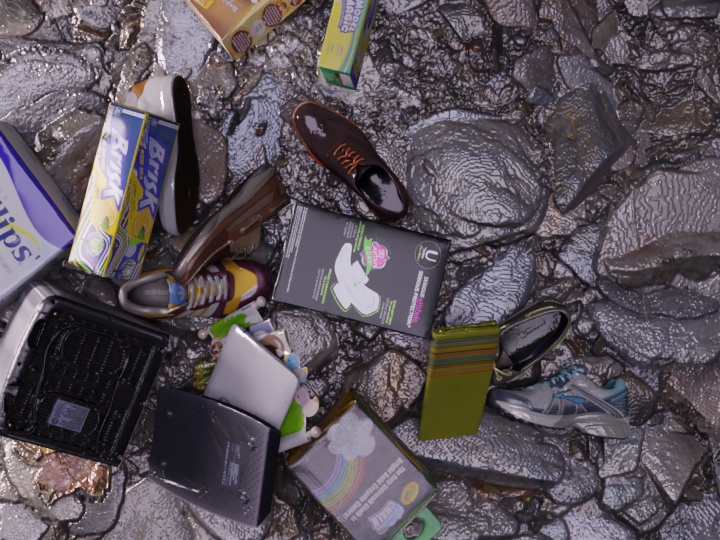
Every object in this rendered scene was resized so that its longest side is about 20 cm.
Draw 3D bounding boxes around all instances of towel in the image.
[{"bbox_3d":[0.120,0.141,1.311,0.084,0.018,0.203,-4,133,-10],"label":"towel"}]

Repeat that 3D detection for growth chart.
[{"bbox_3d":[-0.125,0.136,1.311,0.144,0.018,0.203,-33,71,32],"label":"growth chart"}]

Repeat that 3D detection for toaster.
[{"bbox_3d":[-0.361,0.126,1.288,0.198,0.118,0.184,22,90,-32],"label":"toaster"}]

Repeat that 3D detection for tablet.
[{"bbox_3d":[-0.156,0.185,1.315,0.129,0.014,0.203,35,110,31],"label":"tablet"}]

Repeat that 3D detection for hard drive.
[{"bbox_3d":[-0.181,0.227,1.300,0.197,0.042,0.138,12,97,37],"label":"hard drive"}]

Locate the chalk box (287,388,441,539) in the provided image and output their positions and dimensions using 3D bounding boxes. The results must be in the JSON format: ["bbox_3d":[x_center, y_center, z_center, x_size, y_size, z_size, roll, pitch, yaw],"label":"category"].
[{"bbox_3d":[0.016,0.270,1.327,0.124,0.124,0.200,-42,93,-2],"label":"chalk box"}]

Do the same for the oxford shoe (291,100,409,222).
[{"bbox_3d":[-0.009,-0.146,1.341,0.199,0.073,0.071,42,90,-2],"label":"oxford shoe"}]

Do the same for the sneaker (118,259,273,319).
[{"bbox_3d":[-0.208,0.028,1.329,0.196,0.090,0.077,-9,91,-1],"label":"sneaker"}]

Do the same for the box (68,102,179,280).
[{"bbox_3d":[-0.287,-0.095,1.273,0.063,0.070,0.204,17,94,28],"label":"box"}]

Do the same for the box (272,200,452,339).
[{"bbox_3d":[0.000,0.000,1.307,0.196,0.149,0.127,15,89,-2],"label":"box"}]

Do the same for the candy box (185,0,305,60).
[{"bbox_3d":[-0.123,-0.378,1.325,0.199,0.055,0.116,-40,68,-1],"label":"candy box"}]

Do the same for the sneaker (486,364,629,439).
[{"bbox_3d":[0.258,0.163,1.362,0.196,0.078,0.088,10,85,-12],"label":"sneaker"}]

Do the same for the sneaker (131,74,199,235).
[{"bbox_3d":[-0.258,-0.145,1.345,0.083,0.073,0.205,-3,90,18],"label":"sneaker"}]

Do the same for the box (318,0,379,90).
[{"bbox_3d":[-0.003,-0.339,1.316,0.047,0.117,0.204,13,91,4],"label":"box"}]

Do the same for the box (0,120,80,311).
[{"bbox_3d":[-0.473,-0.055,1.313,0.199,0.105,0.185,-38,92,-1],"label":"box"}]

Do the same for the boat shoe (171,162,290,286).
[{"bbox_3d":[-0.156,-0.049,1.312,0.072,0.075,0.201,46,63,-12],"label":"boat shoe"}]

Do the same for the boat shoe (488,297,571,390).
[{"bbox_3d":[0.187,0.106,1.358,0.200,0.060,0.073,-35,94,-1],"label":"boat shoe"}]
